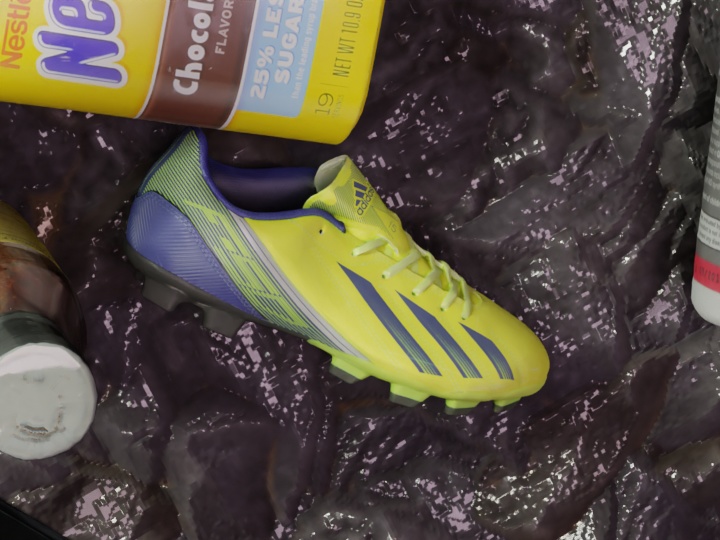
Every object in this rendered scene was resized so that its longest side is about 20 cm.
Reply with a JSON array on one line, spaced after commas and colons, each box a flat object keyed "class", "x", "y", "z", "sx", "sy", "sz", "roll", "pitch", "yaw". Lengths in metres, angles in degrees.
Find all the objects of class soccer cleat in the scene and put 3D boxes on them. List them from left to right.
[{"class": "soccer cleat", "x": 0.000, "y": 0.000, "z": 0.892, "sx": 0.199, "sy": 0.065, "sz": 0.084, "roll": 20, "pitch": 100, "yaw": -20}]

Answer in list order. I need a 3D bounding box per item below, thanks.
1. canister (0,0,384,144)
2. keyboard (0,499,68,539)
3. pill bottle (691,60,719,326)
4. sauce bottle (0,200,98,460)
[{"class": "canister", "x": -0.091, "y": -0.130, "z": 0.821, "sx": 0.198, "sy": 0.087, "sz": 0.150, "roll": 6, "pitch": 102, "yaw": -20}, {"class": "keyboard", "x": -0.155, "y": 0.159, "z": 0.908, "sx": 0.199, "sy": 0.040, "sz": 0.105, "roll": 35, "pitch": 68, "yaw": -21}, {"class": "pill bottle", "x": 0.206, "y": -0.073, "z": 0.915, "sx": 0.110, "sy": 0.111, "sz": 0.202, "roll": 1, "pitch": 103, "yaw": -18}, {"class": "sauce bottle", "x": -0.134, "y": 0.020, "z": 0.783, "sx": 0.065, "sy": 0.200, "sz": 0.067, "roll": -5, "pitch": 107, "yaw": -16}]
